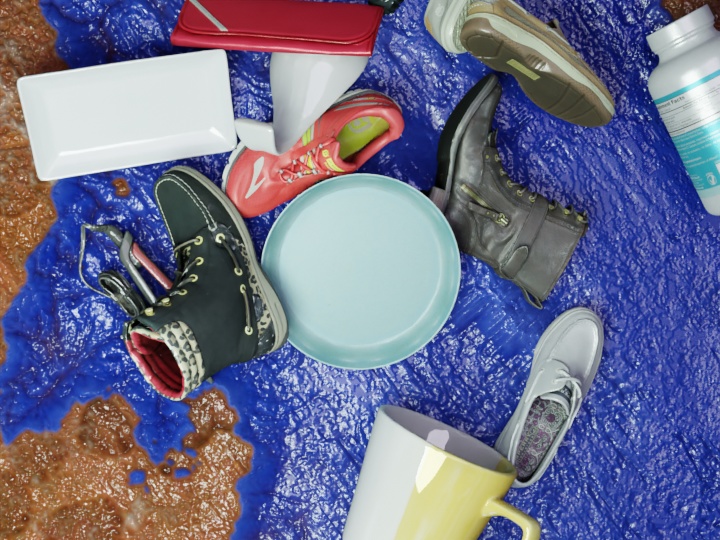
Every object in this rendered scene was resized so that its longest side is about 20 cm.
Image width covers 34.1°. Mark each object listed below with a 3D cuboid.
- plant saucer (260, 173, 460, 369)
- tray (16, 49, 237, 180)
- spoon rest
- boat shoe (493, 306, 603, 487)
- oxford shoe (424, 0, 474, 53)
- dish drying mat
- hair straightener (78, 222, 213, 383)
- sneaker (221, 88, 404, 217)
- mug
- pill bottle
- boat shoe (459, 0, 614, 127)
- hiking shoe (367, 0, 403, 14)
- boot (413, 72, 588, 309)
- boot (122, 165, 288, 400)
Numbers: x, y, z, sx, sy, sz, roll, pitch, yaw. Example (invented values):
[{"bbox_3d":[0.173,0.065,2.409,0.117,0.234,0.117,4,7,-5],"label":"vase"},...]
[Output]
[{"bbox_3d":[0.000,0.000,1.162,0.197,0.027,0.203,-1,108,-2],"label":"plant saucer"},{"bbox_3d":[-0.223,-0.154,1.138,0.197,0.022,0.109,-10,120,-10],"label":"tray"},{"bbox_3d":[-0.060,-0.178,1.132,0.098,0.061,0.201,15,49,18],"label":"spoon rest"},{"bbox_3d":[0.196,0.130,1.198,0.072,0.068,0.201,35,84,-7],"label":"boat shoe"},{"bbox_3d":[0.127,-0.314,1.200,0.201,0.057,0.075,-58,139,-7],"label":"oxford shoe"},{"bbox_3d":[-0.080,-0.240,1.137,0.197,0.018,0.077,5,47,9],"label":"dish drying mat"},{"bbox_3d":[-0.208,0.036,1.141,0.077,0.041,0.200,-43,102,-8],"label":"hair straightener"},{"bbox_3d":[-0.046,-0.115,1.143,0.199,0.085,0.077,-33,119,-8],"label":"sneaker"},{"bbox_3d":[0.061,0.236,1.125,0.148,0.186,0.155,23,94,-23],"label":"mug"},{"bbox_3d":[0.370,-0.168,1.213,0.110,0.111,0.202,-27,94,-9],"label":"pill bottle"},{"bbox_3d":[0.190,-0.221,1.189,0.199,0.071,0.077,31,65,-31],"label":"boat shoe"},{"bbox_3d":[0.030,-0.354,1.184,0.086,0.074,0.202,17,77,-1],"label":"hiking shoe"},{"bbox_3d":[0.156,-0.081,1.201,0.172,0.069,0.202,21,96,-9],"label":"boot"},{"bbox_3d":[-0.165,0.009,1.092,0.153,0.073,0.205,-31,91,-50],"label":"boot"}]
